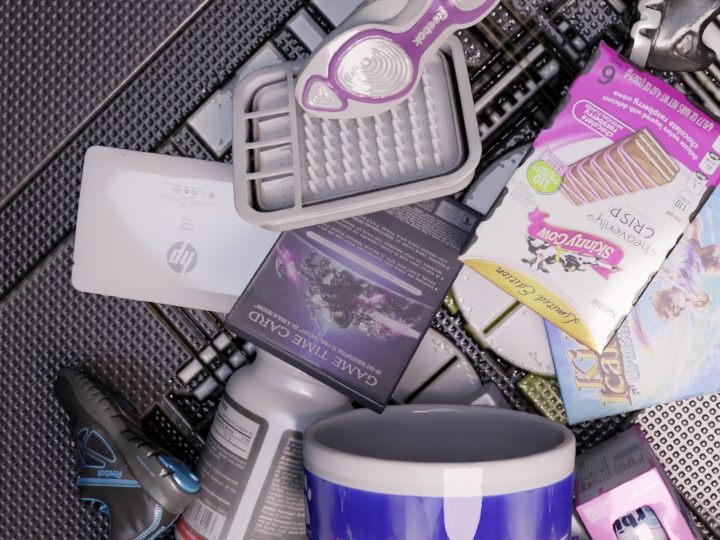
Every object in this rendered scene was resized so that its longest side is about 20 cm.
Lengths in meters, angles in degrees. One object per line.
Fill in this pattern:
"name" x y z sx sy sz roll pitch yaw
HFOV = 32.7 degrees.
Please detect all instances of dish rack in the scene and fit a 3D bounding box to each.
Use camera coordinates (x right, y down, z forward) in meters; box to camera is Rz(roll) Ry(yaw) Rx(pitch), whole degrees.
"dish rack" -0.004 -0.108 0.999 0.199 0.044 0.172 -13 52 9

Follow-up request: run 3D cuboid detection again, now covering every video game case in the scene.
"video game case" 0.000 0.000 0.993 0.142 0.019 0.200 28 62 5
"video game case" 0.235 0.009 1.004 0.180 0.045 0.201 -14 92 10

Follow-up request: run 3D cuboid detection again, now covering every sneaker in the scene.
"sneaker" 0.029 -0.193 0.992 0.200 0.100 0.075 -38 115 -4
"sneaker" 0.270 -0.249 0.974 0.090 0.066 0.201 14 99 4
"sneaker" -0.215 0.151 1.020 0.082 0.073 0.200 -50 46 -1

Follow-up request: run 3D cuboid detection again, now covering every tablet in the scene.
"tablet" -0.152 -0.033 1.073 0.199 0.014 0.131 8 95 8

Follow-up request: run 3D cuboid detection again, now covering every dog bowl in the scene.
"dog bowl" 0.057 0.156 0.904 0.199 0.200 0.079 1 95 8

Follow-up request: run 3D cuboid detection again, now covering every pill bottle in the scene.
"pill bottle" -0.070 0.148 1.021 0.115 0.116 0.201 22 97 6

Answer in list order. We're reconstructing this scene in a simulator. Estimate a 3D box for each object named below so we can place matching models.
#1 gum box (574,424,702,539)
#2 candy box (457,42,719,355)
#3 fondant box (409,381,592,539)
"gum box" 0.218 0.197 0.939 0.066 0.200 0.114 -30 87 9
"candy box" 0.185 -0.055 0.953 0.136 0.061 0.200 33 97 6
"fondant box" 0.106 0.217 1.030 0.144 0.058 0.200 -35 90 9
